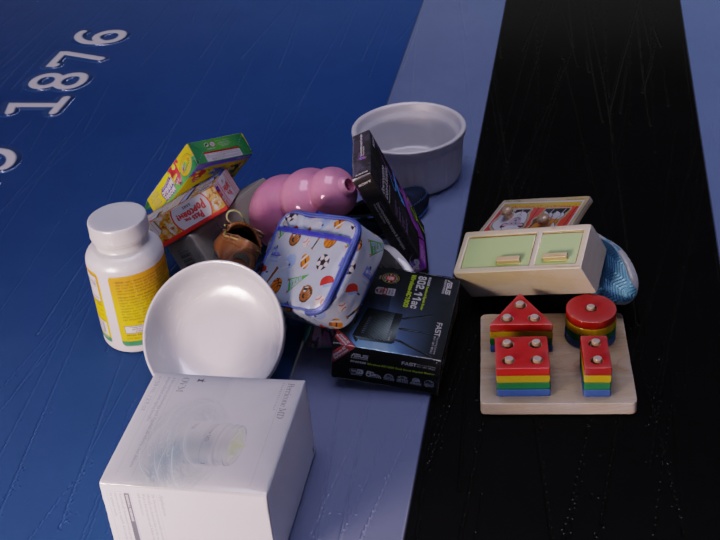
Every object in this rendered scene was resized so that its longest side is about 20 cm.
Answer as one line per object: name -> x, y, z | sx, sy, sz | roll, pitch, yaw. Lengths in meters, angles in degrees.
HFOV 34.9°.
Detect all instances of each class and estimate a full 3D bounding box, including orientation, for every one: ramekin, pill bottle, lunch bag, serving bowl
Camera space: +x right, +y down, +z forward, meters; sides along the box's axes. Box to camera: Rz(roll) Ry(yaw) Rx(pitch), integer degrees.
ramekin -> 0.087, -0.211, 2.012 | 0.200, 0.098, 0.201 | -4, 34, 2
pill bottle -> -0.333, 0.008, 1.648 | 0.112, 0.200, 0.113 | -4, 33, 3
lunch bag -> -0.064, -0.008, 1.590 | 0.200, 0.075, 0.161 | 13, 77, 50
serving bowl -> -0.192, 0.089, 1.562 | 0.199, 0.201, 0.066 | 3, -9, 13

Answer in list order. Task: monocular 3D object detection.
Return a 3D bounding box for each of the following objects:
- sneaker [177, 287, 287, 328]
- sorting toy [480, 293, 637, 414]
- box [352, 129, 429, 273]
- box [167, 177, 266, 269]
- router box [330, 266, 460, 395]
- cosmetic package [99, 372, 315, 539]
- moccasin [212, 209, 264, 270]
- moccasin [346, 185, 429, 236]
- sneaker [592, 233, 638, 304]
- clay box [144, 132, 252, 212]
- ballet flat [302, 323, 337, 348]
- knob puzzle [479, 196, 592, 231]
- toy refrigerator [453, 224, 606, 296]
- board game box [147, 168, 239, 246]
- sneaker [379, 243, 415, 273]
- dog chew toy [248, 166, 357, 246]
sneaker -> -0.192, 0.058, 1.636 | 0.199, 0.075, 0.087 | 4, 41, -25
sorting toy -> 0.261, 0.102, 1.538 | 0.199, 0.070, 0.199 | -1, 33, 7
box -> 0.046, -0.102, 1.764 | 0.036, 0.200, 0.143 | -25, 31, 15
box -> -0.210, -0.064, 1.833 | 0.068, 0.082, 0.200 | -20, 16, 44
router box -> 0.053, 0.078, 1.597 | 0.149, 0.062, 0.200 | 9, 36, 8
cosmetic package -> -0.173, 0.231, 1.360 | 0.199, 0.123, 0.200 | 3, 34, 10
moccasin -> -0.178, -0.041, 1.688 | 0.074, 0.078, 0.201 | 27, 7, -6
moccasin -> 0.036, -0.100, 1.877 | 0.200, 0.068, 0.080 | -30, 41, -33
sneaker -> 0.361, -0.008, 1.665 | 0.081, 0.077, 0.200 | 20, 19, -21
clay box -> -0.275, -0.149, 1.916 | 0.115, 0.200, 0.048 | -18, 72, -40
ballet flat -> -0.047, 0.026, 1.673 | 0.071, 0.069, 0.201 | 9, 57, -16
knob puzzle -> 0.232, -0.048, 1.738 | 0.219, 0.030, 0.220 | -26, 29, 16
toy refrigerator -> 0.238, -0.014, 1.625 | 0.200, 0.070, 0.076 | -2, 55, 35
board game box -> -0.294, -0.082, 1.808 | 0.200, 0.046, 0.152 | -30, 12, 9
sneaker -> 0.000, 0.000, 1.741 | 0.099, 0.071, 0.200 | -35, 45, -22
dog chew toy -> -0.082, -0.102, 1.777 | 0.200, 0.125, 0.125 | -19, 17, 44
